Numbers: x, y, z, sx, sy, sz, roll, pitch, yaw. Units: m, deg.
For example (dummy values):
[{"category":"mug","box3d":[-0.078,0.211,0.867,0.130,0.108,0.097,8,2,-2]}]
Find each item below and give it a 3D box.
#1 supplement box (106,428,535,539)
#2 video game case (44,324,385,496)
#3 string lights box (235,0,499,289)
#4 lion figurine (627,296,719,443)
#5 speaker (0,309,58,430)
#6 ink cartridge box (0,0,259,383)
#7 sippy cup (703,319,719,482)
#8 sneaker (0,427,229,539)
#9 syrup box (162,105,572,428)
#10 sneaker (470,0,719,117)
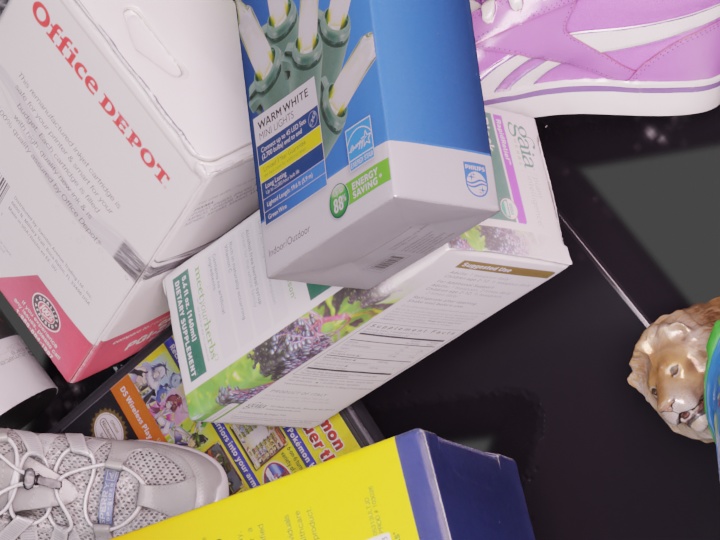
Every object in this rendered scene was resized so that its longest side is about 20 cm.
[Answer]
[{"category":"supplement box","box3d":[-0.024,0.160,1.392,0.200,0.109,0.110,-21,71,21]},{"category":"video game case","box3d":[-0.068,0.123,1.505,0.181,0.025,0.200,-41,61,14]},{"category":"string lights box","box3d":[-0.002,-0.103,1.311,0.103,0.059,0.200,-32,59,49]},{"category":"lion figurine","box3d":[0.224,0.014,1.398,0.122,0.072,0.200,42,106,11]},{"category":"speaker","box3d":[-0.249,0.010,1.601,0.081,0.081,0.200,-40,81,24]},{"category":"ink cartridge box","box3d":[-0.123,-0.062,1.486,0.146,0.085,0.200,52,142,13]},{"category":"sippy cup","box3d":[0.212,0.074,1.309,0.178,0.130,0.140,45,112,-5]},{"category":"sneaker","box3d":[-0.164,0.115,1.490,0.200,0.082,0.075,-1,76,17]},{"category":"syrup box","box3d":[0.000,0.000,1.401,0.200,0.081,0.079,-35,60,43]},{"category":"sneaker","box3d":[0.076,-0.131,1.390,0.200,0.073,0.114,-6,123,-11]}]
